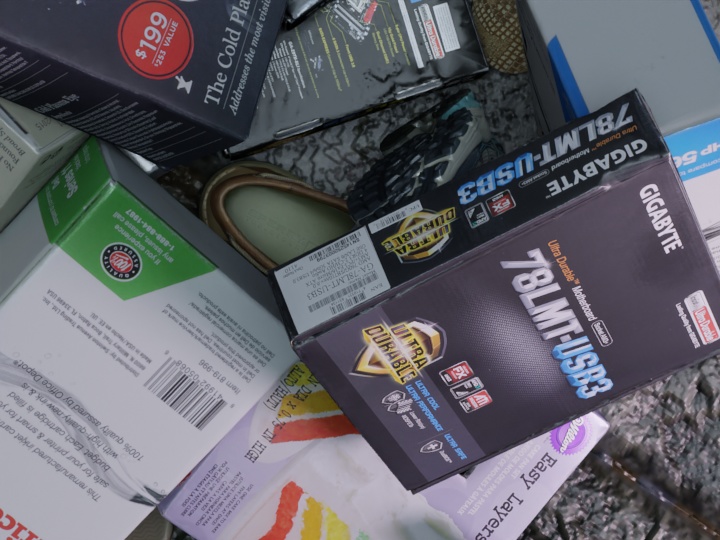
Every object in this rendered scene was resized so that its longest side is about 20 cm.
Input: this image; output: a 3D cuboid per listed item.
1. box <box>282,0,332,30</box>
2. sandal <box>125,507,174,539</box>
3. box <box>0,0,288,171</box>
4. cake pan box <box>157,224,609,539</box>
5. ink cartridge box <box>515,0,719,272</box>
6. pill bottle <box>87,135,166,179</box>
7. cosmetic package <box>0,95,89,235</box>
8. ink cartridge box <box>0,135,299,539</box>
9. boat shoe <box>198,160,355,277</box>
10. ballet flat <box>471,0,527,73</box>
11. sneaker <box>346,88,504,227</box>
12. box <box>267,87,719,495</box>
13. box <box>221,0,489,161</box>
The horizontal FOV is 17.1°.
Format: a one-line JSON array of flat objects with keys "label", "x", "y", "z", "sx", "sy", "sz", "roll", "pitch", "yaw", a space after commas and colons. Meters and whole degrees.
[{"label": "box", "x": -0.006, "y": -0.253, "z": 1.309, "sx": 0.199, "sy": 0.046, "sz": 0.159, "roll": -35, "pitch": 92, "yaw": -3}, {"label": "sandal", "x": -0.170, "y": 0.079, "z": 1.342, "sx": 0.080, "sy": 0.054, "sz": 0.201, "roll": -23, "pitch": 94, "yaw": -2}, {"label": "box", "x": -0.126, "y": -0.179, "z": 1.180, "sx": 0.181, "sy": 0.104, "sz": 0.201, "roll": 21, "pitch": 75, "yaw": -23}, {"label": "cake pan box", "x": 0.014, "y": 0.098, "z": 1.316, "sx": 0.184, "sy": 0.052, "sz": 0.200, "roll": 39, "pitch": 95, "yaw": -26}, {"label": "ink cartridge box", "x": 0.146, "y": -0.073, "z": 1.267, "sx": 0.084, "sy": 0.200, "sz": 0.147, "roll": -19, "pitch": 58, "yaw": -2}, {"label": "pill bottle", "x": -0.165, "y": -0.137, "z": 1.315, "sx": 0.112, "sy": 0.113, "sz": 0.201, "roll": -31, "pitch": 91, "yaw": -2}, {"label": "cosmetic package", "x": -0.235, "y": -0.045, "z": 1.278, "sx": 0.105, "sy": 0.071, "sz": 0.200, "roll": 43, "pitch": 124, "yaw": 4}, {"label": "ink cartridge box", "x": -0.150, "y": 0.054, "z": 1.255, "sx": 0.200, "sy": 0.083, "sz": 0.147, "roll": -45, "pitch": 115, "yaw": 7}, {"label": "boat shoe", "x": 0.000, "y": 0.000, "z": 1.342, "sx": 0.199, "sy": 0.074, "sz": 0.076, "roll": 22, "pitch": 89, "yaw": -3}, {"label": "ballet flat", "x": 0.123, "y": -0.205, "z": 1.353, "sx": 0.070, "sy": 0.065, "sz": 0.201, "roll": 27, "pitch": 89, "yaw": -3}, {"label": "sneaker", "x": 0.054, "y": -0.038, "z": 1.286, "sx": 0.077, "sy": 0.200, "sz": 0.087, "roll": -33, "pitch": 98, "yaw": 18}, {"label": "box", "x": 0.078, "y": 0.018, "z": 1.183, "sx": 0.198, "sy": 0.200, "sz": 0.050, "roll": -24, "pitch": 58, "yaw": 6}, {"label": "box", "x": -0.033, "y": -0.181, "z": 1.354, "sx": 0.159, "sy": 0.049, "sz": 0.201, "roll": -19, "pitch": 91, "yaw": -5}]
